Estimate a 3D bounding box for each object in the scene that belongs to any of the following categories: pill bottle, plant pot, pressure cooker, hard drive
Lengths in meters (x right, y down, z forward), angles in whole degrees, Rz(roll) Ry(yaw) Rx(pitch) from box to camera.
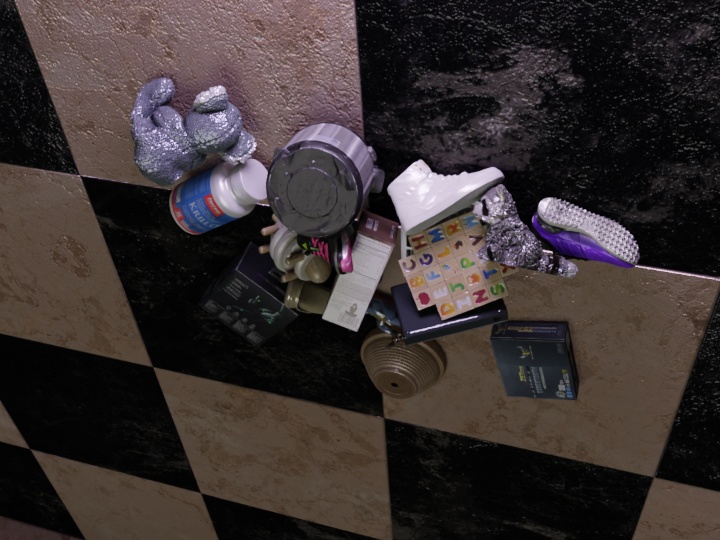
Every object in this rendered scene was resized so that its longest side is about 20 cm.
[{"bbox_3d":[-0.274,-0.149,1.646,0.199,0.113,0.112,-19,124,37],"label":"pill bottle"},{"bbox_3d":[0.089,0.223,1.890,0.199,0.093,0.202,12,137,11],"label":"plant pot"},{"bbox_3d":[-0.061,-0.167,1.475,0.178,0.200,0.176,-32,105,22],"label":"pressure cooker"},{"bbox_3d":[0.166,0.062,1.595,0.198,0.140,0.033,-13,134,0],"label":"hard drive"}]

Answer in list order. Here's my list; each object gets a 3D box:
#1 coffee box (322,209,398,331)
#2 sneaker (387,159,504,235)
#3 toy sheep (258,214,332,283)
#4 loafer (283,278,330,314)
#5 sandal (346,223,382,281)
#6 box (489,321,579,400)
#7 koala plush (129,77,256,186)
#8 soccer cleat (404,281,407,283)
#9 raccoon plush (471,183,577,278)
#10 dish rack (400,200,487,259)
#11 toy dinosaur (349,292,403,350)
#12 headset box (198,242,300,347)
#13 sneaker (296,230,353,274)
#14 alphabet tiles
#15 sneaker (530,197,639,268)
[{"bbox_3d":[0.000,0.000,1.626,0.079,0.115,0.201,21,115,-4],"label":"coffee box"},{"bbox_3d":[0.144,-0.159,1.479,0.199,0.116,0.074,-27,162,5],"label":"sneaker"},{"bbox_3d":[-0.123,-0.050,1.661,0.200,0.137,0.138,52,148,28],"label":"toy sheep"},{"bbox_3d":[-0.101,0.052,1.742,0.068,0.076,0.200,14,179,16],"label":"loafer"},{"bbox_3d":[-0.021,-0.035,1.701,0.075,0.048,0.201,-10,128,31],"label":"sandal"},{"bbox_3d":[0.369,0.192,1.763,0.156,0.051,0.201,1,134,25],"label":"box"},{"bbox_3d":[-0.301,-0.251,1.525,0.198,0.185,0.178,-10,131,16],"label":"koala plush"},{"bbox_3d":[0.134,0.036,1.704,0.069,0.077,0.202,42,144,51],"label":"soccer cleat"},{"bbox_3d":[0.288,-0.072,1.457,0.198,0.135,0.097,12,-176,-12],"label":"raccoon plush"},{"bbox_3d":[0.176,-0.069,1.567,0.198,0.044,0.173,9,125,16],"label":"dish rack"},{"bbox_3d":[0.030,0.079,1.799,0.182,0.199,0.105,60,153,10],"label":"toy dinosaur"},{"bbox_3d":[-0.231,0.054,1.853,0.174,0.093,0.200,37,136,-15],"label":"headset box"},{"bbox_3d":[-0.069,-0.048,1.530,0.087,0.200,0.074,-13,125,-10],"label":"sneaker"},{"bbox_3d":[0.178,-0.009,1.520,0.199,0.006,0.168,-22,96,12],"label":"alphabet tiles"},{"bbox_3d":[0.394,-0.051,1.491,0.199,0.070,0.100,28,141,6],"label":"sneaker"}]
